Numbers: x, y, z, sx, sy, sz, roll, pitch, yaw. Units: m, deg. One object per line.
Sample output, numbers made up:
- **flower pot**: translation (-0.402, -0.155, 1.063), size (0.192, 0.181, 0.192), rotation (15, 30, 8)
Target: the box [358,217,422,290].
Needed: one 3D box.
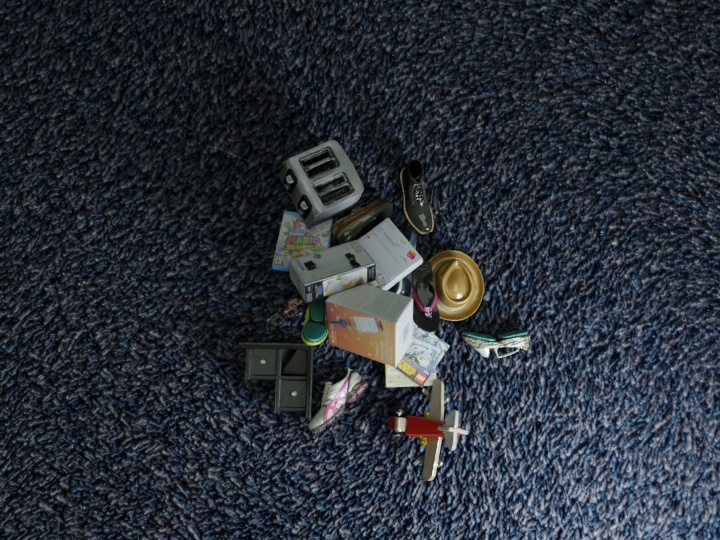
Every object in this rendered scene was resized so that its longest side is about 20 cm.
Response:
- **box**: translation (0.045, -0.025, 1.593), size (0.200, 0.041, 0.156), rotation (-38, 72, -3)

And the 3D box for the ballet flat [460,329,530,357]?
- **ballet flat**: translation (0.379, 0.208, 1.634), size (0.198, 0.068, 0.076), rotation (-1, 99, -6)

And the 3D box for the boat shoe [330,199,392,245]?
- **boat shoe**: translation (0.001, -0.147, 1.637), size (0.199, 0.076, 0.074), rotation (-32, 57, -23)

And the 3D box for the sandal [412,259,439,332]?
- **sandal**: translation (0.173, 0.067, 1.580), size (0.075, 0.045, 0.202), rotation (-4, 79, -6)

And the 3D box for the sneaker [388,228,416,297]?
- **sneaker**: translation (0.134, -0.015, 1.651), size (0.082, 0.070, 0.201), rotation (22, 75, -31)

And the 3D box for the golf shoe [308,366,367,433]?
- **golf shoe**: translation (-0.076, 0.352, 1.585), size (0.092, 0.073, 0.200), rotation (43, 73, 8)

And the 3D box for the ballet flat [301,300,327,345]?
- **ballet flat**: translation (-0.121, 0.156, 1.540), size (0.066, 0.200, 0.067), rotation (11, 117, -6)

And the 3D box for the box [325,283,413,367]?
- **box**: translation (0.024, 0.132, 1.492), size (0.199, 0.153, 0.106), rotation (15, 40, 23)

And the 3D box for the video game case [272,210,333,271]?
- **video game case**: translation (-0.156, -0.077, 1.604), size (0.142, 0.018, 0.201), rotation (8, 52, -2)

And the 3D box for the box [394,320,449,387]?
- **box**: translation (0.124, 0.204, 1.594), size (0.199, 0.040, 0.137), rotation (36, 84, 3)

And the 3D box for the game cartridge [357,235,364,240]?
- **game cartridge**: translation (0.000, 0.000, 1.646), size (0.132, 0.040, 0.202), rotation (-4, 83, 0)

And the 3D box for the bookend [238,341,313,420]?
- **bookend**: translation (-0.226, 0.292, 1.568), size (0.198, 0.092, 0.200), rotation (2, 83, -2)

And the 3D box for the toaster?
- **toaster**: translation (-0.099, -0.239, 1.612), size (0.199, 0.119, 0.182), rotation (-27, 84, -19)

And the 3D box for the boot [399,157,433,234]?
- **boot**: translation (0.159, -0.206, 1.627), size (0.077, 0.138, 0.201), rotation (-21, 86, -5)

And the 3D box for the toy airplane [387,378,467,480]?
- **toy airplane**: translation (0.194, 0.421, 1.556), size (0.200, 0.141, 0.199), rotation (-44, 55, 7)

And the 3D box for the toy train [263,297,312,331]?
- **toy train**: translation (-0.182, 0.101, 1.625), size (0.199, 0.034, 0.046), rotation (-33, 76, -7)

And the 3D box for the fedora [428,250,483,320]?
- **fedora**: translation (0.263, 0.037, 1.627), size (0.199, 0.082, 0.202), rotation (1, 79, -6)

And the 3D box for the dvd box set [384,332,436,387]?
- **dvd box set**: translation (0.136, 0.222, 1.629), size (0.145, 0.029, 0.202), rotation (-2, 84, -3)

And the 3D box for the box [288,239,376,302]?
- **box**: translation (-0.071, -0.001, 1.494), size (0.199, 0.060, 0.117), rotation (-16, 41, -20)
